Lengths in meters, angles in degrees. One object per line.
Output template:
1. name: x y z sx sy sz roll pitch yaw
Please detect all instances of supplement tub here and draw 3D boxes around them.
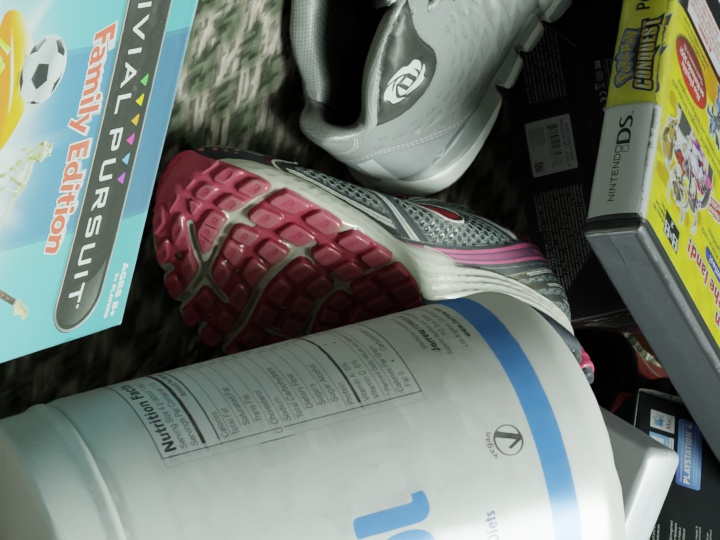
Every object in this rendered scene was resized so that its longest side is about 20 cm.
1. supplement tub: -0.022 0.090 0.994 0.199 0.132 0.132 -15 132 -21

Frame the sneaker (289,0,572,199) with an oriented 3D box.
1. sneaker: 0.036 -0.125 1.076 0.115 0.075 0.200 21 95 -63

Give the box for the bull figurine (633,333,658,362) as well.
1. bull figurine: 0.164 0.021 1.418 0.065 0.122 0.200 -29 163 8

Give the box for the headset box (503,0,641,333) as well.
1. headset box: 0.138 -0.050 1.260 0.200 0.077 0.149 7 73 -62

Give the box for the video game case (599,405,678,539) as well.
1. video game case: 0.032 0.130 1.177 0.022 0.182 0.200 11 103 -39

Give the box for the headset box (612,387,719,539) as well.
1. headset box: 0.107 0.176 1.222 0.200 0.093 0.175 130 -27 -54

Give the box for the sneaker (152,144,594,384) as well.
1. sneaker: 0.000 0.000 1.084 0.081 0.075 0.200 -38 136 28

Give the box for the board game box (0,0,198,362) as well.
1. board game box: -0.129 -0.041 0.857 0.200 0.047 0.151 -19 129 -57

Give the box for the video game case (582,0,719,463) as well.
1. video game case: 0.143 -0.033 1.138 0.200 0.025 0.181 55 38 -47

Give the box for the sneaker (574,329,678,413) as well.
1. sneaker: 0.144 0.084 1.324 0.087 0.200 0.074 46 68 -34
